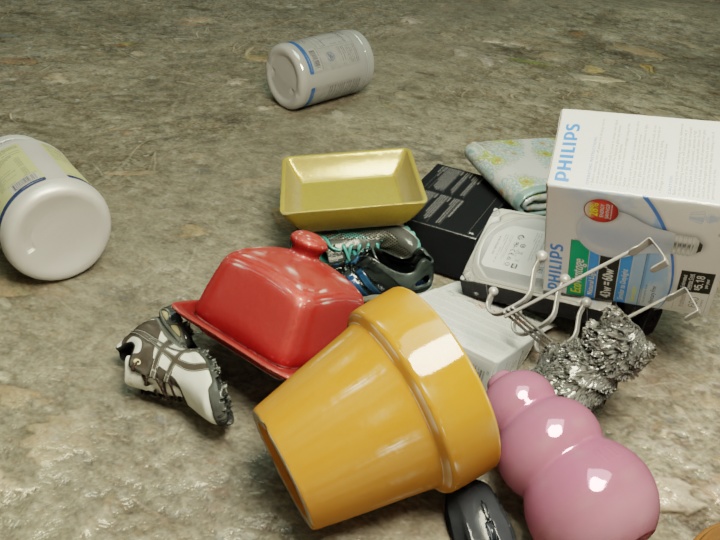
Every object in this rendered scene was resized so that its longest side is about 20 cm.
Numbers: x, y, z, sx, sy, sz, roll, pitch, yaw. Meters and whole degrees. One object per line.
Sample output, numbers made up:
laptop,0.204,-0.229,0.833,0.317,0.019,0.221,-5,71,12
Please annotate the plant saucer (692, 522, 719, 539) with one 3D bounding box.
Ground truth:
plant saucer,0.388,0.298,0.701,0.197,0.038,0.201,3,33,-2

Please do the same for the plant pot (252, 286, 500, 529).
plant pot,0.004,0.146,0.760,0.182,0.202,0.200,-27,42,-17

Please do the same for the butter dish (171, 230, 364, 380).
butter dish,-0.079,0.027,0.912,0.198,0.149,0.199,25,12,29

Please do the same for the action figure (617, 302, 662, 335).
action figure,0.319,0.021,1.081,0.129,0.070,0.200,-14,34,-17

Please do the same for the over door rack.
over door rack,0.259,0.026,0.886,0.198,0.147,0.067,-21,55,30

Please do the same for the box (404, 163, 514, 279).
box,0.140,-0.078,1.196,0.140,0.080,0.200,16,34,23

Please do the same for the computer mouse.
computer mouse,0.129,0.265,0.720,0.058,0.034,0.201,-6,36,-18

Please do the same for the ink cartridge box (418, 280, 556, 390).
ink cartridge box,0.140,0.078,1.013,0.161,0.051,0.199,25,21,28

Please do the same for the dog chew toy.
dog chew toy,0.188,0.179,0.751,0.123,0.125,0.201,-15,54,-28

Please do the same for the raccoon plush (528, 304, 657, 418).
raccoon plush,0.233,0.130,0.834,0.096,0.134,0.200,36,54,3

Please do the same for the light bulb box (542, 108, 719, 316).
light bulb box,0.319,-0.066,0.913,0.198,0.199,0.126,9,55,18

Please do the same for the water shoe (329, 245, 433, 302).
water shoe,0.000,0.000,1.060,0.197,0.080,0.072,-1,33,-9

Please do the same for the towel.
towel,0.282,-0.148,1.219,0.198,0.049,0.172,-6,35,-23

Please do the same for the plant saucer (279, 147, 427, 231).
plant saucer,-0.014,-0.112,1.132,0.197,0.049,0.201,-5,30,-2

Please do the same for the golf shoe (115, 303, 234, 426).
golf shoe,-0.206,0.120,0.873,0.094,0.078,0.200,-26,36,-22

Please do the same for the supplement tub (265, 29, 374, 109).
supplement tub,-0.083,-0.416,1.628,0.199,0.133,0.131,-24,43,-38

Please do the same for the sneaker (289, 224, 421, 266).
sneaker,-0.013,-0.030,1.118,0.198,0.078,0.091,9,36,23

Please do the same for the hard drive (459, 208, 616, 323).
hard drive,0.247,-0.009,1.044,0.198,0.038,0.140,14,55,26

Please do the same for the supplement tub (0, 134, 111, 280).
supplement tub,-0.445,-0.092,1.084,0.144,0.146,0.200,-20,40,-32
